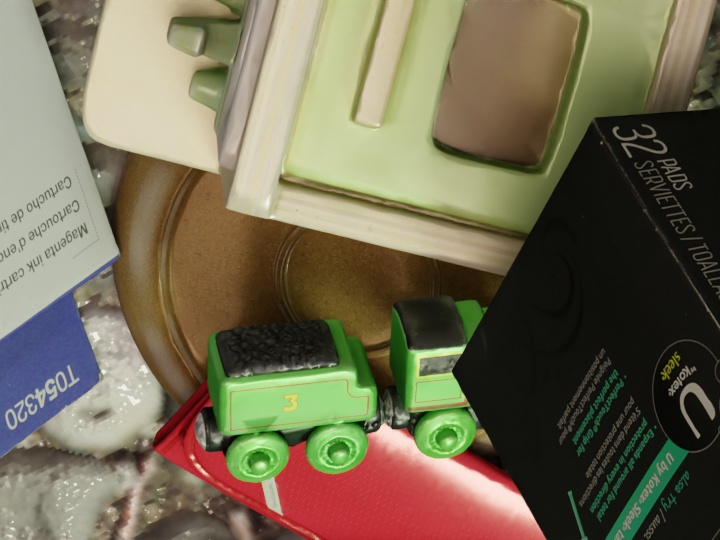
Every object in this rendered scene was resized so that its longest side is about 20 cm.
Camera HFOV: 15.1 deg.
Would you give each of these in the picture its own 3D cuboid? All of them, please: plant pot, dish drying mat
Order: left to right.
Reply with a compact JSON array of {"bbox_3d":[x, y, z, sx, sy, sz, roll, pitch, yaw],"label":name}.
[{"bbox_3d":[0.000,0.000,1.052,0.200,0.027,0.200,2,112,4],"label":"plant pot"},{"bbox_3d":[0.020,0.096,1.071,0.200,0.018,0.077,32,122,-18],"label":"dish drying mat"}]

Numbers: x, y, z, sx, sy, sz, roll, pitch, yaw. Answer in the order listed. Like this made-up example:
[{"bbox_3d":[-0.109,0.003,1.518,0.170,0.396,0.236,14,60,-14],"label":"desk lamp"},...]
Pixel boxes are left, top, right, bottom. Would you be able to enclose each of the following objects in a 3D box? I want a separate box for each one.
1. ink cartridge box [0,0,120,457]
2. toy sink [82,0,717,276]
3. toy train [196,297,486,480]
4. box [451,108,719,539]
[{"bbox_3d":[-0.170,-0.003,0.980,0.043,0.196,0.200,-3,115,38],"label":"ink cartridge box"},{"bbox_3d":[0.010,-0.079,0.948,0.200,0.112,0.131,15,98,-6],"label":"toy sink"},{"bbox_3d":[0.038,0.037,1.002,0.200,0.042,0.056,-7,128,-11],"label":"toy train"},{"bbox_3d":[0.149,0.060,0.847,0.148,0.200,0.124,-6,141,-32],"label":"box"}]
